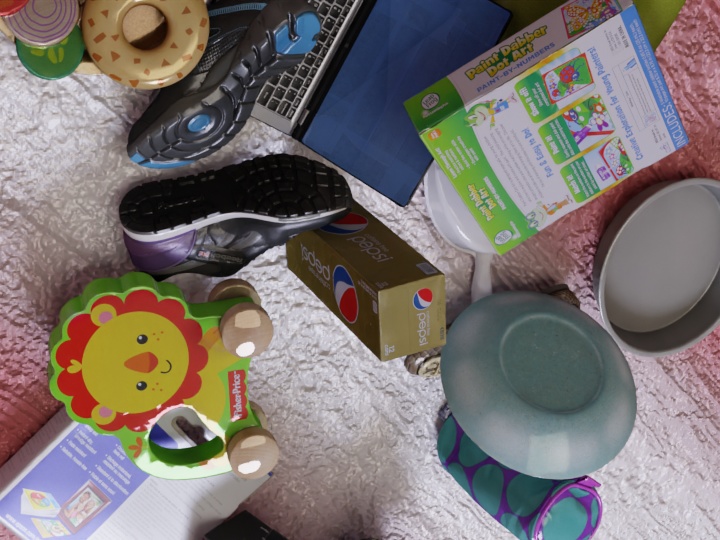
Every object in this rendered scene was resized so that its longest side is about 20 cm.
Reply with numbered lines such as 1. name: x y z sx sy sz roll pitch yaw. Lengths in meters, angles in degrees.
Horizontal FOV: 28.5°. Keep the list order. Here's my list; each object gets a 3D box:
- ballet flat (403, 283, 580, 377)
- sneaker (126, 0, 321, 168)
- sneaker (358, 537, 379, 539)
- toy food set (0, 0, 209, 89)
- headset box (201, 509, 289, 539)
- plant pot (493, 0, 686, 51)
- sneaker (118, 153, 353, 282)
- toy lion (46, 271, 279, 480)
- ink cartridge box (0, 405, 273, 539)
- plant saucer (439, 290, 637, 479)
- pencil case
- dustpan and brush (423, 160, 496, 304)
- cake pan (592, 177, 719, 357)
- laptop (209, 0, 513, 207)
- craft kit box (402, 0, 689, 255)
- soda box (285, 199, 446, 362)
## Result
1. ballet flat: 0.135 0.067 1.411 0.198 0.047 0.068 -19 157 -22
2. sneaker: -0.119 -0.163 1.156 0.200 0.082 0.073 -40 152 15
3. sneaker: 0.011 0.371 1.472 0.076 0.089 0.202 -10 116 -23
4. toy food set: -0.204 -0.242 1.079 0.195 0.049 0.203 6 103 -18
5. headset box: -0.096 0.339 1.342 0.075 0.148 0.202 -22 138 -57
6. plant pot: 0.189 -0.236 1.237 0.198 0.201 0.195 -1 125 -27
7. sneaker: -0.104 -0.040 1.224 0.197 0.076 0.088 -7 139 -3
8. toy lion: -0.171 0.094 1.222 0.189 0.069 0.202 -9 118 -14
9. ink cartridge box: -0.212 0.194 1.302 0.200 0.047 0.198 -44 124 -6
10. plant saucer: 0.174 0.096 1.338 0.199 0.203 0.039 -12 151 -22
11. pencil case: 0.153 0.201 1.399 0.085 0.200 0.093 30 95 -34
12. dustpan and brush: 0.123 -0.040 1.370 0.138 0.057 0.203 -12 111 -21
13. cake pan: 0.324 -0.007 1.492 0.198 0.037 0.203 -11 117 -23
14. laptop: -0.015 -0.189 1.183 0.199 0.116 0.189 24 100 -34
15. craft kit box: 0.160 -0.122 1.186 0.196 0.049 0.200 -33 142 6
16. soda box: 0.000 0.000 1.226 0.063 0.200 0.069 -14 119 -21
